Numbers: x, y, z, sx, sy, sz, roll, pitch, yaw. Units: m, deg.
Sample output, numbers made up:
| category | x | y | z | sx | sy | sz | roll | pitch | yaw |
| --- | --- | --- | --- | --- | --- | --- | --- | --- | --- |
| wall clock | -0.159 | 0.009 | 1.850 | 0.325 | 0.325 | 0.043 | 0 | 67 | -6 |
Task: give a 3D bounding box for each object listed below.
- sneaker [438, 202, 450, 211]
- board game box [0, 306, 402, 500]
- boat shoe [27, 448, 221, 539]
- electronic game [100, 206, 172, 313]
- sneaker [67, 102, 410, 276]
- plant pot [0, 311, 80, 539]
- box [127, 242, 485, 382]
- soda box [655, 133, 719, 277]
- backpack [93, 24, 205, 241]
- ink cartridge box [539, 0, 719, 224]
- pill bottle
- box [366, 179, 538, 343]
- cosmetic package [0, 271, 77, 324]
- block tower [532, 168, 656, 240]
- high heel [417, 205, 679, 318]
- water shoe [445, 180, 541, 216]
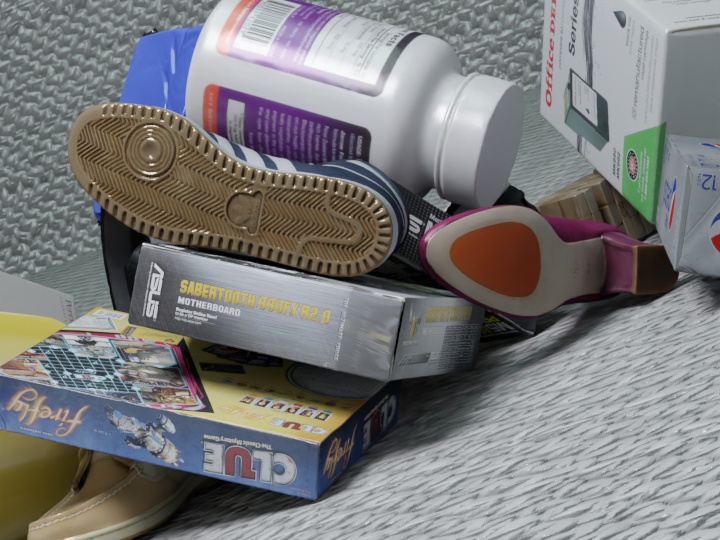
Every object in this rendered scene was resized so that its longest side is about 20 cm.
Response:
| category | x | y | z | sx | sy | sz | roll | pitch | yaw |
| --- | --- | --- | --- | --- | --- | --- | --- | --- | --- |
| sneaker | 0.033 | -0.005 | 1.728 | 0.200 | 0.077 | 0.075 | -29 | 12 | -35 |
| board game box | -0.092 | 0.073 | 1.305 | 0.199 | 0.035 | 0.135 | 11 | 18 | 18 |
| boat shoe | -0.134 | 0.112 | 1.349 | 0.073 | 0.070 | 0.200 | -17 | 8 | 34 |
| electronic game | -0.127 | 0.019 | 1.509 | 0.041 | 0.201 | 0.200 | -15 | 4 | -19 |
| sneaker | -0.065 | -0.046 | 1.326 | 0.199 | 0.070 | 0.108 | 19 | 9 | 12 |
| plant pot | -0.261 | 0.102 | 1.384 | 0.188 | 0.202 | 0.200 | -7 | -4 | -37 |
| box | -0.026 | 0.023 | 1.338 | 0.157 | 0.049 | 0.200 | 11 | 2 | 17 |
| soda box | 0.219 | -0.040 | 1.387 | 0.068 | 0.064 | 0.200 | 7 | 9 | 3 |
| backpack | -0.064 | -0.067 | 1.646 | 0.199 | 0.163 | 0.167 | 24 | -9 | -37 |
| ink cartridge box | 0.203 | -0.141 | 1.623 | 0.084 | 0.147 | 0.200 | -8 | 28 | -17 |
| pill bottle | -0.001 | -0.104 | 1.465 | 0.199 | 0.112 | 0.111 | 17 | 22 | 19 |
| box | 0.000 | 0.000 | 1.498 | 0.200 | 0.160 | 0.044 | -13 | 54 | 54 |
| cosmetic package | -0.306 | 0.059 | 1.771 | 0.085 | 0.108 | 0.200 | -27 | -26 | 27 |
| block tower | 0.199 | -0.054 | 1.691 | 0.058 | 0.054 | 0.200 | -14 | 11 | 44 |
| high heel | 0.095 | -0.005 | 1.403 | 0.199 | 0.068 | 0.096 | 9 | -1 | -37 |
| water shoe | 0.092 | 0.001 | 1.559 | 0.072 | 0.079 | 0.200 | -50 | -12 | -11 |
